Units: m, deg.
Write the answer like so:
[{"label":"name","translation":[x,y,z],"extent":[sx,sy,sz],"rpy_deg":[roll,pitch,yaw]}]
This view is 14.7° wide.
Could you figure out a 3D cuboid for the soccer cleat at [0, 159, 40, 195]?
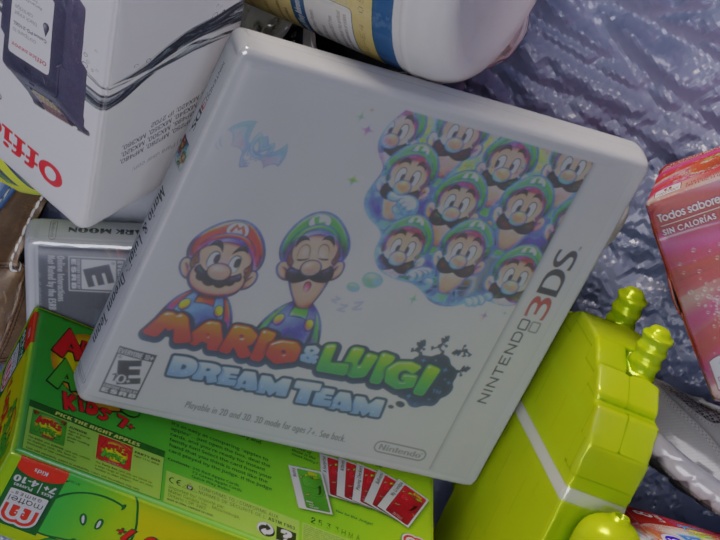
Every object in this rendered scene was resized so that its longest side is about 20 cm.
[{"label":"soccer cleat","translation":[-0.183,-0.095,1.260],"extent":[0.200,0.084,0.065],"rpy_deg":[36,89,35]}]

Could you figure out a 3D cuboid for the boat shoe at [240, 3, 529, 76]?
[{"label":"boat shoe","translation":[-0.023,-0.106,1.281],"extent":[0.199,0.065,0.074],"rpy_deg":[-14,99,11]}]

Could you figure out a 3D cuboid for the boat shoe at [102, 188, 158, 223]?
[{"label":"boat shoe","translation":[-0.094,-0.017,1.296],"extent":[0.071,0.068,0.201],"rpy_deg":[13,119,-13]}]

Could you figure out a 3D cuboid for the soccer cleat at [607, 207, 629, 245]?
[{"label":"soccer cleat","translation":[0.033,0.006,1.299],"extent":[0.198,0.070,0.087],"rpy_deg":[-10,110,16]}]

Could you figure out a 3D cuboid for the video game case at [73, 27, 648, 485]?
[{"label":"video game case","translation":[0.000,0.000,1.205],"extent":[0.199,0.024,0.183],"rpy_deg":[14,119,-25]}]

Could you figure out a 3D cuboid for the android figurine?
[{"label":"android figurine","translation":[0.082,0.102,1.248],"extent":[0.041,0.182,0.201],"rpy_deg":[22,104,-16]}]

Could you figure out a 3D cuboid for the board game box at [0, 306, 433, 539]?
[{"label":"board game box","translation":[-0.065,0.098,1.235],"extent":[0.199,0.102,0.048],"rpy_deg":[22,123,-15]}]

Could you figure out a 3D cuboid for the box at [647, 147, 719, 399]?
[{"label":"box","translation":[0.234,-0.026,1.230],"extent":[0.199,0.100,0.096],"rpy_deg":[-19,97,13]}]

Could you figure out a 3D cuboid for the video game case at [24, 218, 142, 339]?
[{"label":"video game case","translation":[-0.062,0.067,1.289],"extent":[0.180,0.023,0.201],"rpy_deg":[2,125,-1]}]

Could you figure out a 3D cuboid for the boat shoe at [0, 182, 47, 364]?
[{"label":"boat shoe","translation":[-0.180,0.012,1.334],"extent":[0.072,0.072,0.201],"rpy_deg":[32,103,-15]}]

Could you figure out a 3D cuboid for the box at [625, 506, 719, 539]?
[{"label":"box","translation":[0.126,0.216,1.232],"extent":[0.099,0.095,0.201],"rpy_deg":[17,101,-17]}]

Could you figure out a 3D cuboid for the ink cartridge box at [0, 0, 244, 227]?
[{"label":"ink cartridge box","translation":[-0.122,-0.139,1.137],"extent":[0.145,0.084,0.201],"rpy_deg":[40,143,22]}]

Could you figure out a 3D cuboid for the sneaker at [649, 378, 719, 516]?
[{"label":"sneaker","translation":[0.209,0.089,1.289],"extent":[0.199,0.075,0.082],"rpy_deg":[26,90,-3]}]

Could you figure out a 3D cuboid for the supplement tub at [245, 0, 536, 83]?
[{"label":"supplement tub","translation":[-0.018,-0.179,1.197],"extent":[0.199,0.145,0.146],"rpy_deg":[24,104,18]}]
